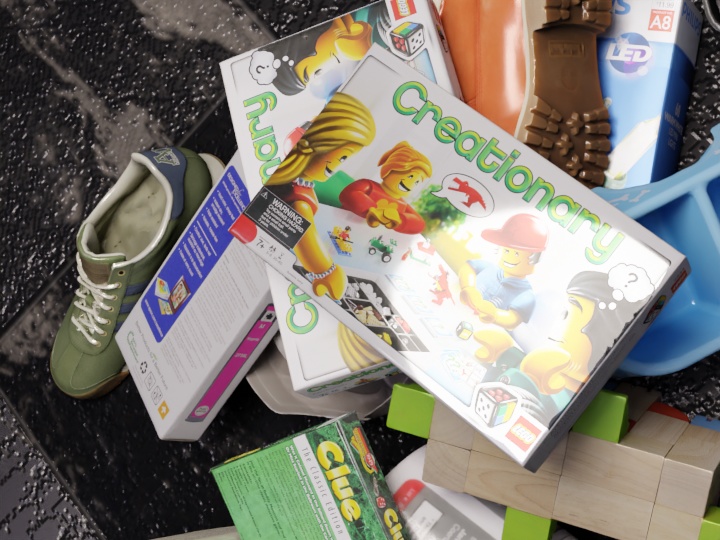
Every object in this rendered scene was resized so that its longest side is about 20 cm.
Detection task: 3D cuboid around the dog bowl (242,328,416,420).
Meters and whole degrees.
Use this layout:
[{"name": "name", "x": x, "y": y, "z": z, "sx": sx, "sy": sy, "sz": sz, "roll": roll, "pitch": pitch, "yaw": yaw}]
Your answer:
[{"name": "dog bowl", "x": 0.000, "y": 0.000, "z": 0.839, "sx": 0.200, "sy": 0.059, "sz": 0.200, "roll": -9, "pitch": 77, "yaw": 45}]

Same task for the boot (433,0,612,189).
[{"name": "boot", "x": 0.085, "y": -0.099, "z": 0.785, "sx": 0.107, "sy": 0.075, "sz": 0.200, "roll": 5, "pitch": 92, "yaw": 46}]

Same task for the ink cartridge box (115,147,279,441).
[{"name": "ink cartridge box", "x": -0.086, "y": 0.009, "z": 0.859, "sx": 0.200, "sy": 0.037, "sz": 0.095, "roll": -55, "pitch": 48, "yaw": 28}]

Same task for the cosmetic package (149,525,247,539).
[{"name": "cosmetic package", "x": -0.104, "y": 0.197, "z": 0.817, "sx": 0.103, "sy": 0.200, "sz": 0.073, "roll": -11, "pitch": 82, "yaw": 23}]

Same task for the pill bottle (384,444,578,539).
[{"name": "pill bottle", "x": 0.091, "y": 0.200, "z": 0.781, "sx": 0.200, "sy": 0.114, "sz": 0.114, "roll": 35, "pitch": 99, "yaw": 23}]

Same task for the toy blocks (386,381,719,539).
[{"name": "toy blocks", "x": 0.131, "y": 0.099, "z": 0.766, "sx": 0.200, "sy": 0.137, "sz": 0.100, "roll": 14, "pitch": 103, "yaw": 21}]

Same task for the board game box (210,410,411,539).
[{"name": "board game box", "x": -0.006, "y": 0.187, "z": 0.759, "sx": 0.105, "sy": 0.023, "sz": 0.200, "roll": -24, "pitch": 88, "yaw": 37}]

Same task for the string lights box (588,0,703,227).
[{"name": "string lights box", "x": 0.137, "y": -0.068, "z": 0.818, "sx": 0.103, "sy": 0.059, "sz": 0.200, "roll": 9, "pitch": 88, "yaw": 27}]

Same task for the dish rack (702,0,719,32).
[{"name": "dish rack", "x": 0.287, "y": -0.226, "z": 0.774, "sx": 0.200, "sy": 0.055, "sz": 0.154, "roll": -15, "pitch": 80, "yaw": 21}]

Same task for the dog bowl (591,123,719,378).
[{"name": "dog bowl", "x": 0.193, "y": -0.012, "z": 0.744, "sx": 0.200, "sy": 0.050, "sz": 0.112, "roll": -27, "pitch": 100, "yaw": -7}]

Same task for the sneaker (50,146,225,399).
[{"name": "sneaker", "x": -0.172, "y": -0.002, "z": 0.928, "sx": 0.067, "sy": 0.090, "sz": 0.200, "roll": 36, "pitch": 99, "yaw": 22}]

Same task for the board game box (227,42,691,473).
[{"name": "board game box", "x": 0.046, "y": -0.010, "z": 0.677, "sx": 0.200, "sy": 0.035, "sz": 0.126, "roll": 37, "pitch": 89, "yaw": 22}]

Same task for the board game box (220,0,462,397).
[{"name": "board game box", "x": 0.004, "y": -0.044, "z": 0.745, "sx": 0.126, "sy": 0.035, "sz": 0.200, "roll": -19, "pitch": 72, "yaw": 14}]
